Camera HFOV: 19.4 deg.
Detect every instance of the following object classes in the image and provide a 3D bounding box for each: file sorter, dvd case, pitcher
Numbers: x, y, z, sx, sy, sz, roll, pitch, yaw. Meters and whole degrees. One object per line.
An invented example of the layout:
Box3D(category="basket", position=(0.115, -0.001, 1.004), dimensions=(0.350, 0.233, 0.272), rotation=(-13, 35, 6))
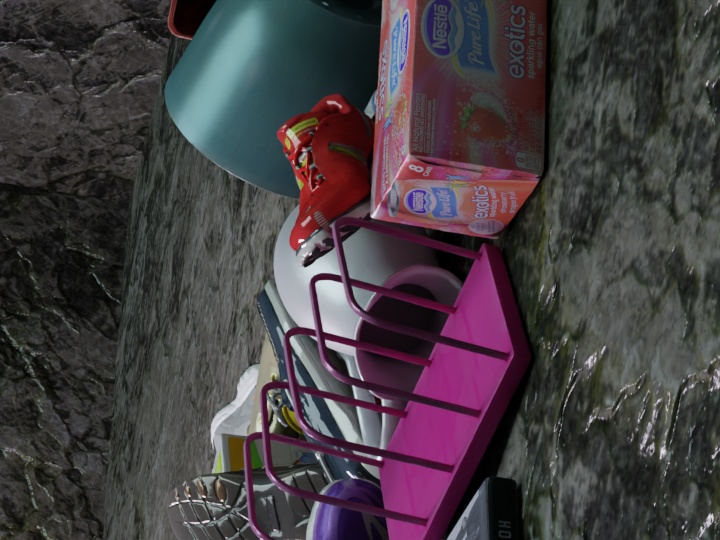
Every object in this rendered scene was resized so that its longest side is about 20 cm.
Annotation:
Box3D(category="file sorter", position=(0.009, 0.084, 1.409), dimensions=(0.139, 0.125, 0.200), rotation=(-100, 30, -58))
Box3D(category="dvd case", position=(0.062, 0.244, 1.344), dimensions=(0.200, 0.025, 0.150), rotation=(113, 162, -53))
Box3D(category="pitcher", position=(0.003, 0.036, 1.582), dimensions=(0.200, 0.121, 0.172), rotation=(-129, 45, -60))

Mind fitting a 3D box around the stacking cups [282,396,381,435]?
Box3D(category="stacking cups", position=(-0.012, 0.097, 1.763), dimensions=(0.200, 0.060, 0.061), rotation=(146, 132, -69))

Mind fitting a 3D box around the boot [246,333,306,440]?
Box3D(category="boot", position=(-0.061, 0.099, 1.928), dimensions=(0.200, 0.073, 0.156), rotation=(-177, 99, -82))

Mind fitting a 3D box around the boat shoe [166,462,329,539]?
Box3D(category="boat shoe", position=(-0.070, 0.195, 1.725), dimensions=(0.200, 0.073, 0.075), rotation=(-7, 90, 36))

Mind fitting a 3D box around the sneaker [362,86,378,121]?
Box3D(category="sneaker", position=(0.047, -0.125, 1.636), dimensions=(0.077, 0.076, 0.200), rotation=(-59, 9, -7))

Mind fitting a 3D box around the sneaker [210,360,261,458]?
Box3D(category="sneaker", position=(-0.106, 0.167, 2.128), dimensions=(0.200, 0.074, 0.079), rotation=(115, 155, -55))

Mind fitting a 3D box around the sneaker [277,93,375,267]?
Box3D(category="sneaker", position=(-0.029, -0.069, 1.498), dimensions=(0.077, 0.085, 0.200), rotation=(-37, 14, 19))

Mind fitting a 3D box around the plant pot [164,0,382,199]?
Box3D(category="plant pot", position=(-0.046, -0.184, 1.817), dimensions=(0.201, 0.200, 0.161), rotation=(-97, 30, -53))

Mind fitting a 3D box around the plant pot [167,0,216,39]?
Box3D(category="plant pot", position=(-0.056, -0.315, 1.977), dimensions=(0.176, 0.200, 0.200), rotation=(-81, 4, -69))

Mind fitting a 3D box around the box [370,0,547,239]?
Box3D(category="box", position=(0.068, -0.135, 1.429), dimensions=(0.103, 0.095, 0.200), rotation=(123, 154, -62))

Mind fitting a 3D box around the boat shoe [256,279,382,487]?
Box3D(category="boat shoe", position=(-0.033, 0.096, 1.640), dimensions=(0.062, 0.075, 0.200), rotation=(-44, 65, 23))

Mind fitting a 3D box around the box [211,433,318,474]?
Box3D(category="box", position=(-0.079, 0.246, 1.847), dimensions=(0.200, 0.101, 0.113), rotation=(-102, 23, -61))

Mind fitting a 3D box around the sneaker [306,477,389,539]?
Box3D(category="sneaker", position=(0.007, 0.240, 1.485), dimensions=(0.083, 0.081, 0.200), rotation=(106, 160, -66))
